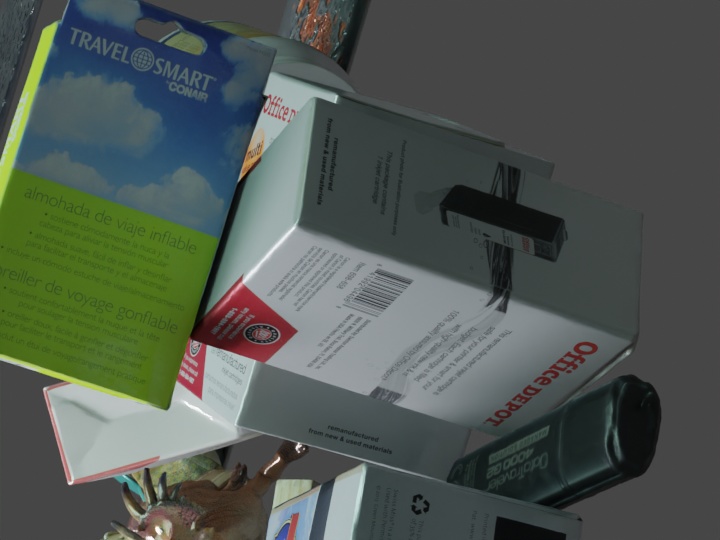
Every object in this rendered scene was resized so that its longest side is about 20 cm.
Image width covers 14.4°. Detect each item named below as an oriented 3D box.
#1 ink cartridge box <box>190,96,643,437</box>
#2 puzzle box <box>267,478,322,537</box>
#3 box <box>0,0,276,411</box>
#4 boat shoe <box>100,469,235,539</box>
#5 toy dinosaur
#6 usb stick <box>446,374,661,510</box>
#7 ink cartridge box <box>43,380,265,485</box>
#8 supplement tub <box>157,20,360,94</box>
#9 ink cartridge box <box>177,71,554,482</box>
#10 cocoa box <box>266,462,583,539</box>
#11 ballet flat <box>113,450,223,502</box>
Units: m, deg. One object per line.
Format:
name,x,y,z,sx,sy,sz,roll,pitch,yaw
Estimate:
ink cartridge box,0.031,0.004,1.512,0.144,0.200,0.084,-45,32,53
puzzle box,-0.017,0.229,1.582,0.025,0.133,0.201,-3,69,31
box,-0.131,-0.039,1.504,0.048,0.122,0.201,180,108,-73
boat shoe,-0.157,0.203,1.929,0.200,0.072,0.065,-47,53,-10
toy dinosaur,-0.109,0.164,1.814,0.200,0.135,0.086,-24,79,63
usb stick,0.098,0.102,1.501,0.200,0.033,0.056,146,133,-60
ink cartridge box,-0.119,0.087,1.840,0.200,0.116,0.068,10,-116,-82
supplement tub,-0.076,-0.091,1.938,0.200,0.144,0.145,-151,78,-69
ink cartridge box,0.000,0.000,1.671,0.200,0.144,0.145,-72,20,3
cocoa box,0.019,0.218,1.473,0.131,0.133,0.201,148,134,-62
ballet flat,-0.138,0.141,2.059,0.200,0.071,0.071,-156,83,-70
